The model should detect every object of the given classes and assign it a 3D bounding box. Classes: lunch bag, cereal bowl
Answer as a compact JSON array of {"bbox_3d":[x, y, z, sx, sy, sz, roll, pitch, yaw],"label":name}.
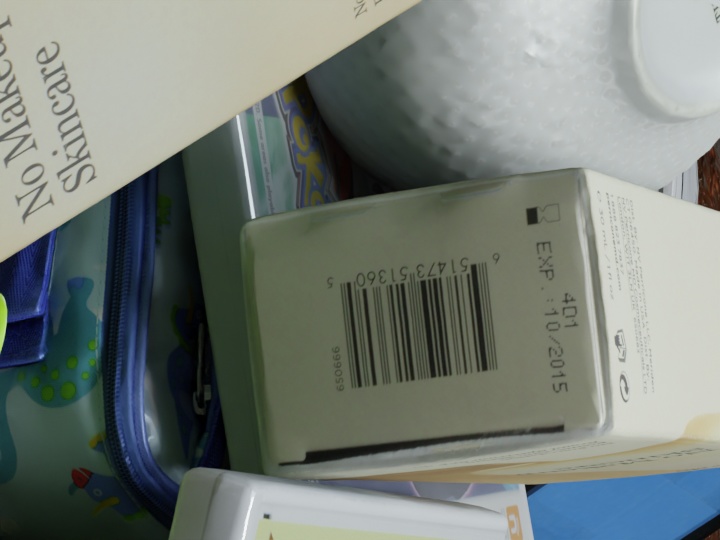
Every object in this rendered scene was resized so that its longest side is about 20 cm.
[{"bbox_3d":[-0.055,0.003,0.880,0.161,0.082,0.201,46,39,-52],"label":"lunch bag"},{"bbox_3d":[0.076,-0.101,0.844,0.200,0.083,0.201,-27,130,-37],"label":"cereal bowl"}]

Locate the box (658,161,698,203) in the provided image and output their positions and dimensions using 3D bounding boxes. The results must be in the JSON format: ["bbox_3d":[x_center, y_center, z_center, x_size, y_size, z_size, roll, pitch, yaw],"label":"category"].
[{"bbox_3d":[0.092,-0.023,1.085,0.200,0.060,0.117,73,21,-67],"label":"box"}]

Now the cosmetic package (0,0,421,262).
[{"bbox_3d":[-0.087,-0.066,0.653,0.200,0.073,0.104,-35,141,-18],"label":"cosmetic package"}]

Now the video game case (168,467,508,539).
[{"bbox_3d":[-0.019,0.146,0.757,0.200,0.022,0.183,19,84,-68],"label":"video game case"}]

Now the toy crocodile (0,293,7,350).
[{"bbox_3d":[-0.129,0.048,0.706,0.067,0.062,0.201,18,53,-27],"label":"toy crocodile"}]

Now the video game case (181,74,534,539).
[{"bbox_3d":[0.000,0.000,0.877,0.182,0.023,0.201,1,79,-67],"label":"video game case"}]

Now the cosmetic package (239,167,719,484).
[{"bbox_3d":[0.055,0.022,0.838,0.200,0.105,0.071,10,73,-65],"label":"cosmetic package"}]

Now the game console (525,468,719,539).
[{"bbox_3d":[0.093,0.140,1.130,0.200,0.118,0.172,32,56,-62],"label":"game console"}]
